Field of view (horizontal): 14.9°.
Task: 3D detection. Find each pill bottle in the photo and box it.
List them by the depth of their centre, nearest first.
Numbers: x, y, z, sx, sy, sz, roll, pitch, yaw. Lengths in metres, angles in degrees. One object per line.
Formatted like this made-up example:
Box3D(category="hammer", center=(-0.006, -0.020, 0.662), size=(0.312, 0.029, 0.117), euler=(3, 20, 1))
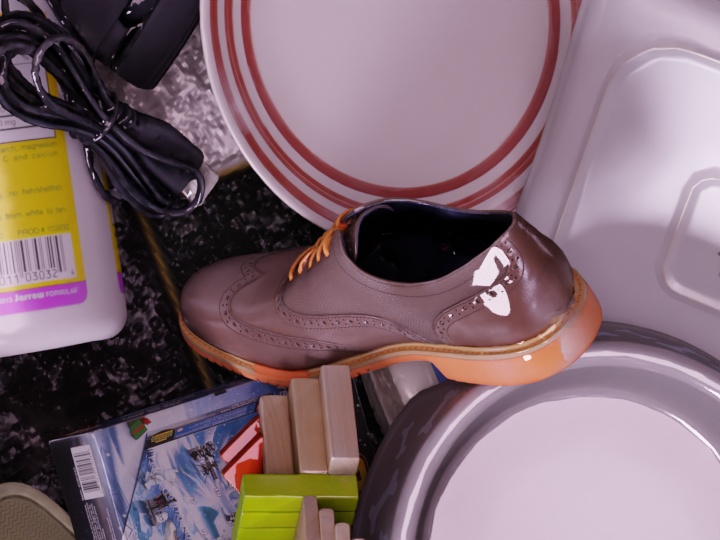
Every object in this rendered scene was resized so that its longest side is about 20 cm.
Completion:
Box3D(category="pill bottle", center=(-0.161, -0.064, 1.140), size=(0.104, 0.104, 0.201), euler=(-8, 90, -6))

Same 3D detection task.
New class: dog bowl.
Box3D(category="dog bowl", center=(0.096, 0.118, 1.110), size=(0.199, 0.059, 0.201), euler=(0, 85, -4))

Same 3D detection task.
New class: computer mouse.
Box3D(category="computer mouse", center=(-0.086, -0.133, 1.132), size=(0.053, 0.138, 0.201), euler=(-9, 61, 29))

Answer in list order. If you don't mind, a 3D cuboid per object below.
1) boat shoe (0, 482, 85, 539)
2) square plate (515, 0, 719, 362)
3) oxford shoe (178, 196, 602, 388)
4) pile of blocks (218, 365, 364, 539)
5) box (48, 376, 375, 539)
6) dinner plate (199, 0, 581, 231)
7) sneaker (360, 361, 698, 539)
Box3D(category="boat shoe", center=(-0.113, 0.170, 1.160), size=(0.200, 0.068, 0.075), euler=(53, 50, -18))
Box3D(category="square plate", center=(0.161, -0.013, 1.144), size=(0.198, 0.028, 0.201), euler=(22, 116, 10))
Box3D(category="oxford shoe", center=(0.000, 0.000, 1.111), size=(0.073, 0.199, 0.071), euler=(57, 45, -35))
Box3D(category="pile of blocks", center=(-0.033, 0.138, 1.082), size=(0.062, 0.082, 0.201), euler=(0, 77, -9))
Box3D(category="box", center=(-0.041, 0.147, 1.151), size=(0.137, 0.040, 0.201), euler=(-16, 91, -38))
Box3D(category="dinner plate", center=(0.020, -0.108, 1.175), size=(0.200, 0.024, 0.201), euler=(0, 90, -27))
Box3D(category="sneaker", center=(0.083, 0.079, 1.180), size=(0.111, 0.077, 0.200), euler=(-28, 84, -13))
